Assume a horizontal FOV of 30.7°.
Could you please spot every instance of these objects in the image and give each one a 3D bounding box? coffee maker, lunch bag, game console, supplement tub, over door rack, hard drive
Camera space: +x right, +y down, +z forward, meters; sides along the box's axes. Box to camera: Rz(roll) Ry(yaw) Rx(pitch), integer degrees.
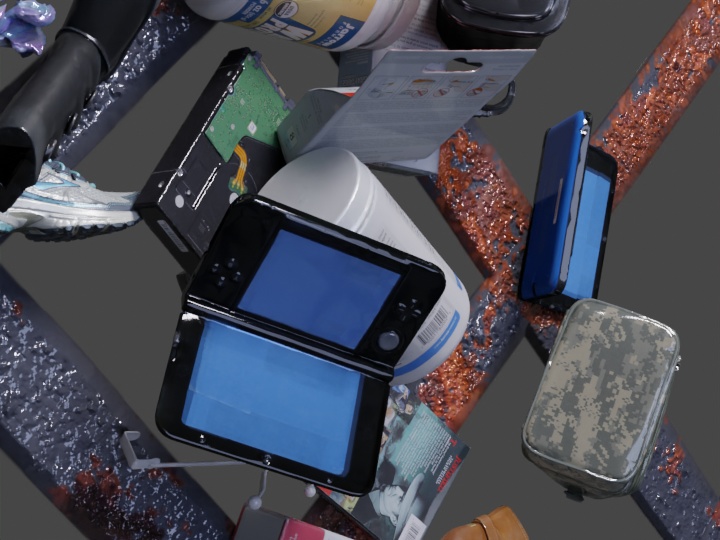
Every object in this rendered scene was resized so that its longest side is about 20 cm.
[{"bbox_3d":[0.136,-0.250,1.218,0.133,0.200,0.194,-14,93,4],"label":"coffee maker"},{"bbox_3d":[0.268,0.148,1.455,0.168,0.138,0.201,70,41,-69],"label":"lunch bag"},{"bbox_3d":[0.253,-0.056,1.460,0.117,0.171,0.202,11,82,-10],"label":"game console"},{"bbox_3d":[0.000,0.000,1.185,0.200,0.131,0.133,48,63,-36],"label":"supplement tub"},{"bbox_3d":[-0.053,-0.283,1.196,0.199,0.144,0.146,8,85,-37],"label":"supplement tub"},{"bbox_3d":[-0.094,0.139,1.159,0.199,0.067,0.148,14,124,-31],"label":"over door rack"},{"bbox_3d":[-0.044,0.062,1.063,0.199,0.117,0.177,21,120,-21],"label":"game console"},{"bbox_3d":[-0.114,-0.084,1.182,0.140,0.038,0.201,54,48,-37],"label":"hard drive"}]

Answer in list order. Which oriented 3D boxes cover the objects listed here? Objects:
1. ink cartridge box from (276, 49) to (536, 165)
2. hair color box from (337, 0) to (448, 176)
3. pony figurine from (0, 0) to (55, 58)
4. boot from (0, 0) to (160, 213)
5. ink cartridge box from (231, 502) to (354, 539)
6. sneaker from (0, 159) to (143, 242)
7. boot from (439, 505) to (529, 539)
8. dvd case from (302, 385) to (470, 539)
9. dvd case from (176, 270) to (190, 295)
[{"bbox_3d":[0.037,-0.158,1.164,0.159,0.200,0.048,-6,69,-32],"label":"ink cartridge box"},{"bbox_3d":[0.033,-0.202,1.317,0.098,0.060,0.202,8,85,-37],"label":"hair color box"},{"bbox_3d":[-0.328,-0.207,0.995,0.199,0.166,0.195,-16,93,-51],"label":"pony figurine"},{"bbox_3d":[-0.230,-0.160,1.016,0.065,0.165,0.201,28,44,-1],"label":"boot"},{"bbox_3d":[-0.038,0.324,1.252,0.199,0.083,0.146,27,74,-35],"label":"ink cartridge box"},{"bbox_3d":[-0.264,-0.070,1.078,0.199,0.077,0.087,-1,84,-40],"label":"sneaker"},{"bbox_3d":[0.132,0.365,1.402,0.155,0.076,0.202,-27,99,-39],"label":"boot"},{"bbox_3d":[0.018,0.186,1.334,0.200,0.022,0.147,43,65,-28],"label":"dvd case"},{"bbox_3d":[-0.065,0.035,1.254,0.199,0.025,0.152,-27,100,-32],"label":"dvd case"}]
